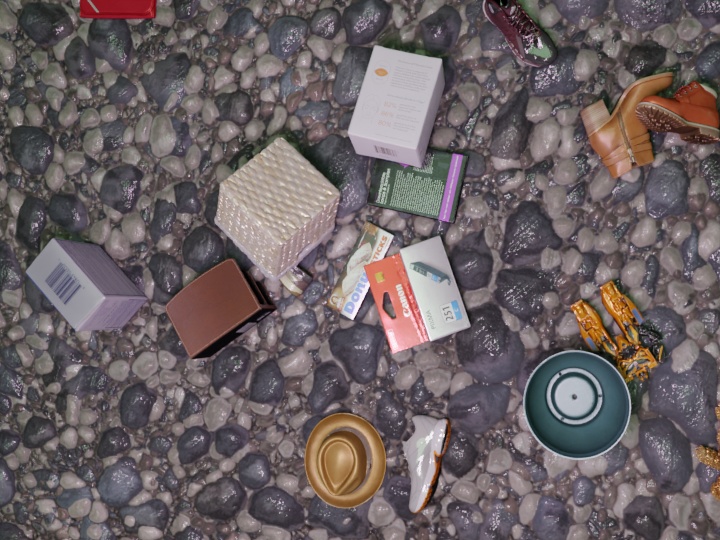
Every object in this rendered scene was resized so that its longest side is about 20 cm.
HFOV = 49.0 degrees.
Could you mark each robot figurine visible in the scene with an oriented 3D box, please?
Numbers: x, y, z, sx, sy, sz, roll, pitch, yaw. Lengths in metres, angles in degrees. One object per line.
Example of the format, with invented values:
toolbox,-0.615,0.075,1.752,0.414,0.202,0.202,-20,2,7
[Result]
robot figurine,0.509,0.132,1.567,0.144,0.058,0.202,-34,81,13

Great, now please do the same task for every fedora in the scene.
fedora,-0.041,0.409,1.678,0.196,0.082,0.205,0,89,14

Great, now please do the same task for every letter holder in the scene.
letter holder,-0.311,0.080,1.745,0.198,0.100,0.143,-35,79,10

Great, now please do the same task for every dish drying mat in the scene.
dish drying mat,-0.573,-0.634,1.867,0.196,0.018,0.079,5,89,14

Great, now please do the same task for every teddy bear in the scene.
teddy bear,0.721,0.350,1.506,0.143,0.067,0.203,25,94,15

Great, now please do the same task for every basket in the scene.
basket,-0.171,-0.128,1.649,0.200,0.161,0.198,44,66,9

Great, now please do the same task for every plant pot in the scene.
plant pot,0.420,0.254,1.546,0.196,0.134,0.205,0,88,14

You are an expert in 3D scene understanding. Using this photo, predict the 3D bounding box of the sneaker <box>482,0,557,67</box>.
sneaker,0.317,-0.498,1.600,0.076,0.115,0.200,-45,79,8

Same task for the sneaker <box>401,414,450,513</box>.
sneaker,0.123,0.399,1.652,0.090,0.076,0.204,14,84,21

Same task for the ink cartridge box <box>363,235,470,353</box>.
ink cartridge box,0.117,0.052,1.656,0.173,0.045,0.204,-19,84,0

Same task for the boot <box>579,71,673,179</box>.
boot,0.550,-0.288,1.562,0.197,0.077,0.157,-27,87,4

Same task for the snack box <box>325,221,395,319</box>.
snack box,0.000,0.000,1.709,0.071,0.024,0.203,27,94,11

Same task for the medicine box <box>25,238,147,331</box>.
medicine box,-0.606,0.034,1.763,0.182,0.200,0.103,45,96,11

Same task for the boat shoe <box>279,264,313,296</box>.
boat shoe,-0.180,-0.037,1.734,0.066,0.072,0.202,-40,85,3

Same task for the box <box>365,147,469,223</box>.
box,0.120,-0.191,1.681,0.196,0.036,0.146,13,91,12

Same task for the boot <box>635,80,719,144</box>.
boot,0.610,-0.318,1.518,0.197,0.075,0.110,11,85,-26

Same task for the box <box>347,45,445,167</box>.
box,0.078,-0.339,1.639,0.150,0.106,0.204,15,79,14
